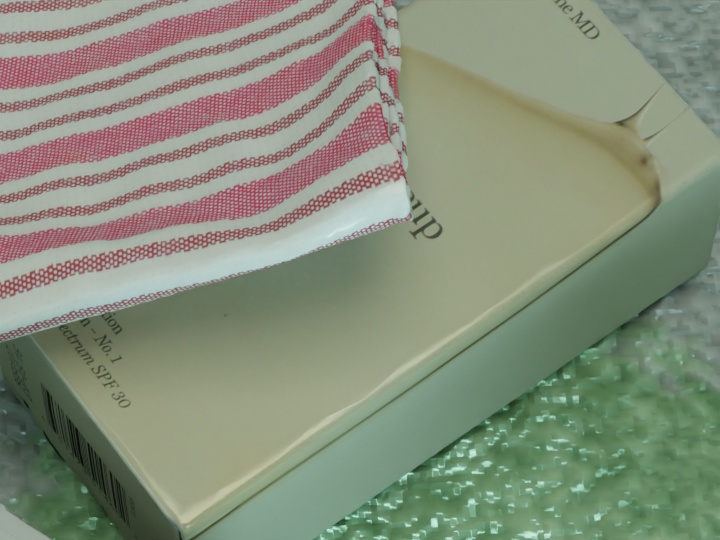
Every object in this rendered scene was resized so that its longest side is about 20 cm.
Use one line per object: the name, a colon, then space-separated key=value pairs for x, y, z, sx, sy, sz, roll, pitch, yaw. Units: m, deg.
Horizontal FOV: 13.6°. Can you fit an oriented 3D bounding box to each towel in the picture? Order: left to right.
towel: x=-0.061 y=-0.055 z=0.873 sx=0.145 sy=0.030 sz=0.200 roll=-18 pitch=33 yaw=8

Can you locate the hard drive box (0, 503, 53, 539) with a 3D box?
hard drive box: x=-0.123 y=0.170 z=0.792 sx=0.155 sy=0.077 sz=0.200 roll=31 pitch=65 yaw=14

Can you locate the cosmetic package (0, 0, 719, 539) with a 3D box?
cosmetic package: x=0.000 y=0.000 z=0.888 sx=0.200 sy=0.073 sz=0.104 roll=-35 pitch=68 yaw=-17
